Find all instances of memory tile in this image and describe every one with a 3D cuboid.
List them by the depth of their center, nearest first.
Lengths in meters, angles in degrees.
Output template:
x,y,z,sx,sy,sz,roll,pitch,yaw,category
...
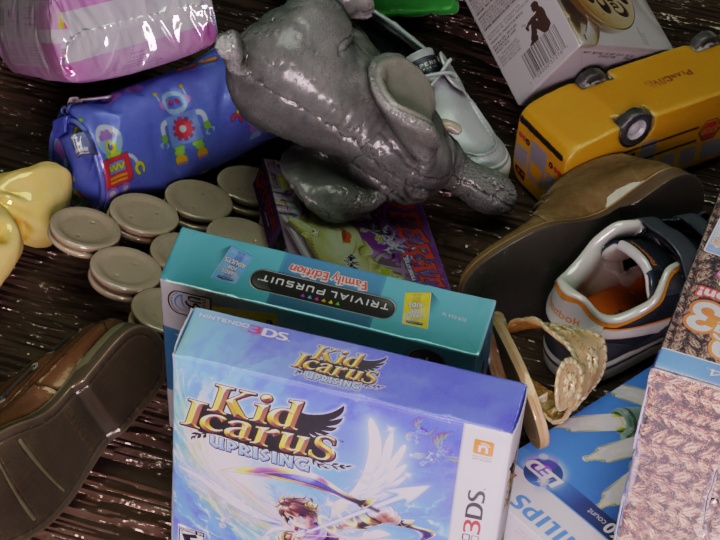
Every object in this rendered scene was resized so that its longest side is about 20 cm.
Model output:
x,y,z,sx,sy,sz,roll,pitch,yaw,category
-0.102,-0.012,1.549,0.199,0.017,0.153,-16,45,-40,memory tile

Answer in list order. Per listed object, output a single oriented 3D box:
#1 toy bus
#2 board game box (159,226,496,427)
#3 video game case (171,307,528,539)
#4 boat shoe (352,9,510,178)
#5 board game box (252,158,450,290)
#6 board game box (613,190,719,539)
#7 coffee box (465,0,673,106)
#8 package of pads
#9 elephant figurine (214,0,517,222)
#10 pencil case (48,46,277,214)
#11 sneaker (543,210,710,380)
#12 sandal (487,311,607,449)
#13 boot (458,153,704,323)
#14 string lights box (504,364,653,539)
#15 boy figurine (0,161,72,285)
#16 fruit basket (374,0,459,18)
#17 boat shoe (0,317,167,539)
x,y,z,sx,sy,sz,roll,pitch,yaw,category
0.214,-0.112,1.676,0.199,0.079,0.065,-19,46,-25,toy bus
-0.022,0.060,1.400,0.199,0.151,0.047,13,51,9,board game box
-0.012,0.121,1.311,0.199,0.182,0.046,13,42,9,video game case
0.039,-0.134,1.688,0.070,0.072,0.201,-25,49,-30,boat shoe
0.000,0.000,1.539,0.119,0.032,0.201,12,35,-23,board game box
0.224,0.070,1.314,0.096,0.160,0.200,16,40,12,board game box
0.138,-0.227,1.726,0.113,0.080,0.201,-1,57,-44,coffee box
-0.192,-0.184,1.653,0.120,0.076,0.200,-14,11,-20,package of pads
0.008,-0.100,1.558,0.155,0.142,0.200,-40,81,-23,elephant figurine
-0.135,-0.108,1.632,0.199,0.087,0.078,-26,14,-32,pencil case
0.211,0.002,1.529,0.199,0.080,0.078,-29,49,-23,sneaker
0.119,0.053,1.416,0.069,0.078,0.212,-18,8,-4,sandal
0.141,-0.024,1.578,0.199,0.074,0.075,-26,37,-23,boot
0.170,0.134,1.408,0.199,0.059,0.103,-28,51,-32,string lights box
-0.283,-0.020,1.532,0.124,0.065,0.200,33,48,29,boy figurine
0.009,-0.287,1.836,0.184,0.094,0.201,-5,45,-11,fruit basket
-0.205,0.105,1.405,0.068,0.072,0.200,8,39,45,boat shoe
